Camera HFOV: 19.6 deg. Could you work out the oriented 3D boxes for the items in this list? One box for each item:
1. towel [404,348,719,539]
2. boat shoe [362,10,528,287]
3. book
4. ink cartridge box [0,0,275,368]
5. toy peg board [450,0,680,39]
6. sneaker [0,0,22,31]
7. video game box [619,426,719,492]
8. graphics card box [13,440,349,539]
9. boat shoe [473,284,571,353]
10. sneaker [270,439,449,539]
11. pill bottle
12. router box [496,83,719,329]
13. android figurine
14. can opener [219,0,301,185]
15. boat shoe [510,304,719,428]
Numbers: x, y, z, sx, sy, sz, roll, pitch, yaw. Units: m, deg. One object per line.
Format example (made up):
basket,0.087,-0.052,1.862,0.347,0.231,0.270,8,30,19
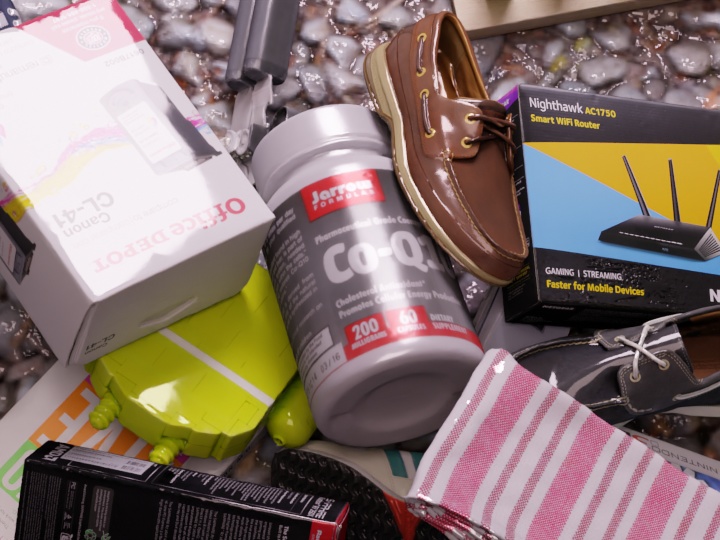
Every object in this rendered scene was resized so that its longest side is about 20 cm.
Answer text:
towel,0.133,0.137,1.189,0.200,0.030,0.146,34,40,-1
boat shoe,0.062,-0.082,1.313,0.068,0.072,0.200,-41,52,29
book,-0.161,0.119,1.366,0.134,0.048,0.200,39,73,10
ink cartridge box,-0.171,-0.060,1.313,0.148,0.086,0.200,-27,69,-31
toy peg board,0.148,-0.287,1.461,0.200,0.098,0.199,-11,73,-3
sneaker,-0.233,-0.137,1.430,0.108,0.070,0.200,0,77,3
video game box,0.180,0.178,1.257,0.182,0.047,0.200,18,34,-15
graphics card box,-0.113,0.186,1.269,0.200,0.051,0.126,10,103,8
boat shoe,0.113,0.016,1.379,0.074,0.065,0.200,43,57,-10
sneaker,0.040,0.151,1.345,0.200,0.093,0.070,12,107,28
pill bottle,0.000,0.000,1.322,0.114,0.114,0.200,-16,59,-5
router box,0.184,-0.036,1.365,0.200,0.051,0.149,5,70,-26
android figurine,-0.099,0.045,1.348,0.182,0.041,0.200,32,51,3
can opener,-0.062,-0.139,1.448,0.066,0.053,0.200,15,71,-31
boat shoe,0.174,0.056,1.296,0.200,0.068,0.072,-5,55,-22
